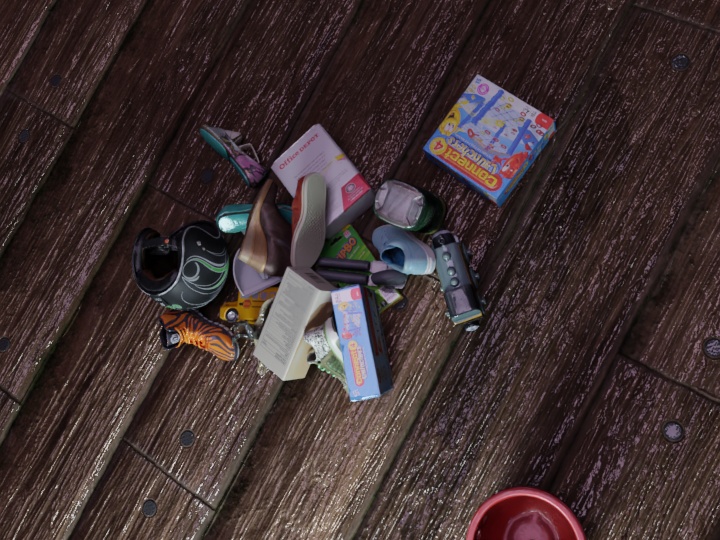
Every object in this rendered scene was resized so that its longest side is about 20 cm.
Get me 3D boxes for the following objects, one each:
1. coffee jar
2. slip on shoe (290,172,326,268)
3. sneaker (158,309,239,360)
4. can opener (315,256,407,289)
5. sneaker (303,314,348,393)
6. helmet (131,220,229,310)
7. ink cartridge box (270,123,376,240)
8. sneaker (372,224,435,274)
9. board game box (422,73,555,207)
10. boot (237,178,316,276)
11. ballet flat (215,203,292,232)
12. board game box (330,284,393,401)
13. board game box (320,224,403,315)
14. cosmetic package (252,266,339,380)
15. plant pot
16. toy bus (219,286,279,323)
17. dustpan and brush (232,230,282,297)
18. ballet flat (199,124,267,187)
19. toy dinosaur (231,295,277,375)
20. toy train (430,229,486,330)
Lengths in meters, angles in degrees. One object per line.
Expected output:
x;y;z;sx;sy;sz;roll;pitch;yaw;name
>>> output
0.104;-0.123;1.403;0.103;0.199;0.087;25;99;20;coffee jar
-0.112;-0.100;1.456;0.061;0.073;0.204;6;90;54;slip on shoe
-0.359;0.149;1.522;0.198;0.111;0.079;26;119;27;sneaker
0.000;0.000;1.449;0.196;0.067;0.054;6;78;12;can opener
-0.061;0.171;1.398;0.087;0.202;0.078;-11;39;8;sneaker
-0.378;-0.015;1.532;0.197;0.190;0.204;-3;82;25;helmet
-0.076;-0.191;1.535;0.147;0.086;0.201;-39;69;6;ink cartridge box
0.065;-0.047;1.417;0.199;0.081;0.075;29;115;54;sneaker
0.264;-0.270;1.463;0.199;0.056;0.197;37;90;21;board game box
-0.160;-0.078;1.503;0.164;0.072;0.203;20;69;-17;boot
-0.220;-0.124;1.567;0.196;0.068;0.071;-3;33;-8;ballet flat
0.007;0.136;1.349;0.055;0.196;0.204;-12;83;9;board game box
-0.003;0.006;1.498;0.095;0.030;0.201;-37;72;6;board game box
-0.128;0.105;1.409;0.105;0.071;0.202;34;108;33;cosmetic package
0.289;0.471;1.215;0.197;0.182;0.204;-4;77;16;plant pot
-0.200;0.078;1.521;0.197;0.065;0.080;0;77;17;toy bus
-0.231;-0.044;1.556;0.138;0.058;0.200;-25;41;-10;dustpan and brush
-0.287;-0.277;1.638;0.071;0.069;0.200;-40;72;-15;ballet flat
-0.222;0.129;1.469;0.087;0.202;0.048;0;35;-15;toy dinosaur
0.189;0.017;1.389;0.084;0.114;0.203;-18;73;12;toy train
